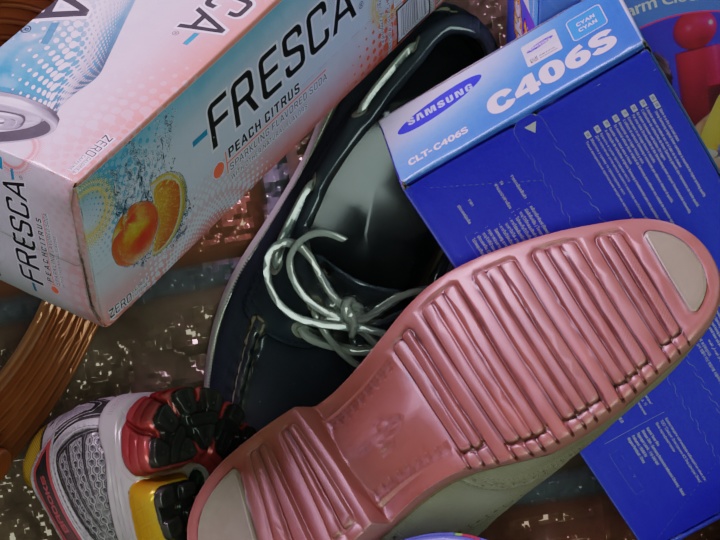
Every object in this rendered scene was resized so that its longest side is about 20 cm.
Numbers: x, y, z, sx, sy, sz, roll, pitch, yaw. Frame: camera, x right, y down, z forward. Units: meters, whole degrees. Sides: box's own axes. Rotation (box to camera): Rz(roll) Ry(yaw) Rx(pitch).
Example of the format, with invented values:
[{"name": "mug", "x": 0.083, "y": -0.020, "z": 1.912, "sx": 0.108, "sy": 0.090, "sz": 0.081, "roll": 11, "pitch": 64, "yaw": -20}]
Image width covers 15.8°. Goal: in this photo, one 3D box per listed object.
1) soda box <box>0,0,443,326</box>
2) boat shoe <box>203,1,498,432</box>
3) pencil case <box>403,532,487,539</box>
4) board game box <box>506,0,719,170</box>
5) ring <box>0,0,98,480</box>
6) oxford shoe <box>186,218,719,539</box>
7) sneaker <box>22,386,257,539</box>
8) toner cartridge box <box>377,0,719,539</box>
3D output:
[{"name": "soda box", "x": -0.052, "y": -0.073, "z": 0.861, "sx": 0.200, "sy": 0.068, "sz": 0.064, "roll": -46, "pitch": 145, "yaw": -35}, {"name": "boat shoe", "x": 0.000, "y": 0.000, "z": 0.936, "sx": 0.074, "sy": 0.062, "sz": 0.201, "roll": 27, "pitch": 92, "yaw": -12}, {"name": "pencil case", "x": 0.054, "y": 0.156, "z": 0.895, "sx": 0.086, "sy": 0.200, "sz": 0.079, "roll": -1, "pitch": 64, "yaw": 19}, {"name": "board game box", "x": 0.152, "y": -0.063, "z": 0.933, "sx": 0.198, "sy": 0.045, "sz": 0.135, "roll": -6, "pitch": 125, "yaw": -8}, {"name": "ring", "x": -0.133, "y": -0.002, "z": 0.862, "sx": 0.019, "sy": 0.200, "sz": 0.202, "roll": 21, "pitch": 93, "yaw": 27}, {"name": "oxford shoe", "x": 0.036, "y": 0.051, "z": 0.879, "sx": 0.199, "sy": 0.074, "sz": 0.071, "roll": -31, "pitch": 64, "yaw": 10}, {"name": "sneaker", "x": -0.062, "y": 0.131, "z": 0.942, "sx": 0.082, "sy": 0.078, "sz": 0.201, "roll": -2, "pitch": 113, "yaw": 35}, {"name": "toner cartridge box", "x": 0.095, "y": 0.005, "z": 0.912, "sx": 0.095, "sy": 0.043, "sz": 0.200, "roll": -30, "pitch": 125, "yaw": 7}]
